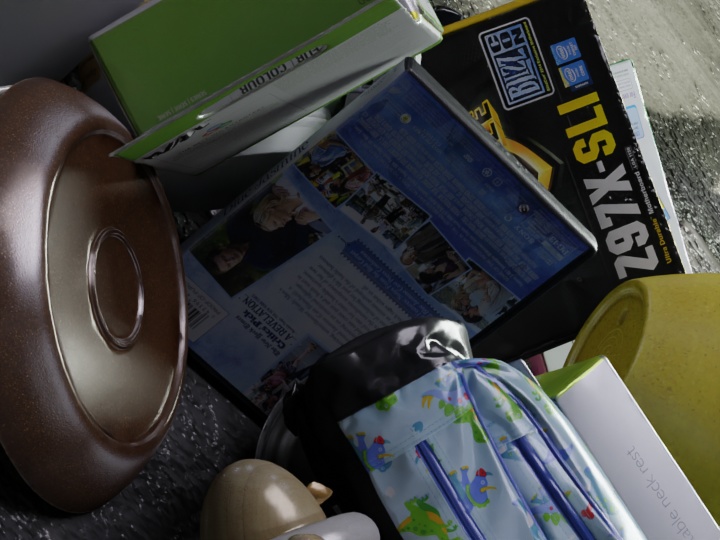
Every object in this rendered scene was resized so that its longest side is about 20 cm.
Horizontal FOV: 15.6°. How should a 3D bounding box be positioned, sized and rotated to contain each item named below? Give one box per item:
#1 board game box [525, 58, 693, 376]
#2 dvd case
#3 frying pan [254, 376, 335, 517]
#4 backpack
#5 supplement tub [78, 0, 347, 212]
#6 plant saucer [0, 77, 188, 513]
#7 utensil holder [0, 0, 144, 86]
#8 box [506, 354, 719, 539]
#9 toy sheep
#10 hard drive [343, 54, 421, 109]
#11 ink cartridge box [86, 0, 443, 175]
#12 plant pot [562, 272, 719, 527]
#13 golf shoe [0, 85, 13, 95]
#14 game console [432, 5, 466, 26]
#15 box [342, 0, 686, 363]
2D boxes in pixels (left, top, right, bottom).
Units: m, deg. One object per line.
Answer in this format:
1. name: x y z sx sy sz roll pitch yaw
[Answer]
1. board game box: 0.134 -0.019 1.636 0.153 0.040 0.200 -17 92 -40
2. dvd case: 0.000 0.000 1.332 0.143 0.200 0.018 43 23 -21
3. frying pan: 0.035 0.122 1.334 0.190 0.031 0.115 30 72 -2
4. backpack: 0.062 0.125 1.240 0.163 0.154 0.200 97 -26 -77
5. supplement tub: -0.083 -0.143 1.403 0.145 0.145 0.200 7 71 -57
6. plant saucer: -0.123 0.009 1.200 0.200 0.032 0.201 -7 90 -70
7. utensil holder: -0.172 -0.181 1.279 0.170 0.200 0.170 37 30 -26
8. box: 0.122 0.126 1.350 0.048 0.122 0.200 -36 96 -28
9. toy sheep: -0.019 0.177 1.149 0.138 0.138 0.200 -4 74 -61
10. hard drive: 0.010 -0.015 1.415 0.140 0.038 0.200 -80 171 -60
11. ink cartridge box: -0.049 -0.112 1.218 0.076 0.148 0.200 62 6 4
12. plant pot: 0.194 0.080 1.493 0.142 0.200 0.200 26 31 -16
13. golf shoe: -0.167 -0.043 1.245 0.077 0.088 0.200 54 23 10
14. game console: 0.083 -0.035 1.635 0.200 0.176 0.116 38 -1 -28
15. box: 0.086 -0.051 1.549 0.049 0.160 0.200 170 -101 -75
